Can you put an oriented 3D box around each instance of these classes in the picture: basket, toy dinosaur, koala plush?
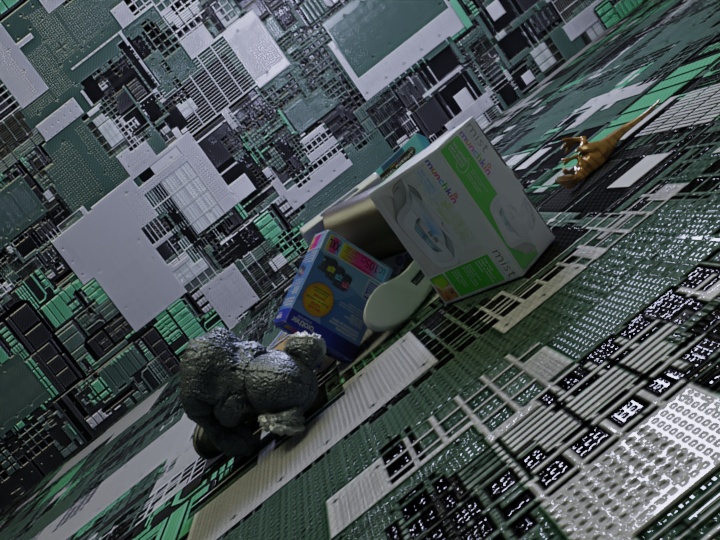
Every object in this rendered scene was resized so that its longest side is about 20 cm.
[{"bbox_3d":[0.045,-0.087,1.324,0.196,0.139,0.180,-20,1,16],"label":"basket"},{"bbox_3d":[0.385,-0.194,1.212,0.200,0.061,0.106,-44,32,-6],"label":"toy dinosaur"},{"bbox_3d":[-0.144,0.167,1.092,0.196,0.184,0.180,0,56,34],"label":"koala plush"}]

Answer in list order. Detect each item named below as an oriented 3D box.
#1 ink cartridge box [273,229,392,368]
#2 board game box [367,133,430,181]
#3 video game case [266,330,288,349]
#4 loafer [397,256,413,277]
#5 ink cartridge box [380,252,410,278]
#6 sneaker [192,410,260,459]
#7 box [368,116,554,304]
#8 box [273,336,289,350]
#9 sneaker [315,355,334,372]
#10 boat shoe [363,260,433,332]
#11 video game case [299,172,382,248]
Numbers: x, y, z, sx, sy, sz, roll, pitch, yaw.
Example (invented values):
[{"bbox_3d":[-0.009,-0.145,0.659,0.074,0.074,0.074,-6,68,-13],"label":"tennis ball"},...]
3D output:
[{"bbox_3d":[-0.051,0.058,1.235,0.203,0.135,0.076,-65,16,-14],"label":"ink cartridge box"},{"bbox_3d":[0.117,-0.153,1.559,0.150,0.203,0.046,-38,-25,29],"label":"board game box"},{"bbox_3d":[-0.141,0.131,1.876,0.198,0.018,0.143,-35,8,21],"label":"video game case"},{"bbox_3d":[0.100,-0.008,1.347,0.071,0.063,0.200,-29,12,50],"label":"loafer"},{"bbox_3d":[0.000,0.000,1.413,0.196,0.045,0.093,-21,20,-24],"label":"ink cartridge box"},{"bbox_3d":[-0.194,0.231,1.263,0.198,0.077,0.114,-37,-1,-38],"label":"sneaker"},{"bbox_3d":[0.138,-0.077,1.043,0.096,0.202,0.175,-41,9,-32],"label":"box"},{"bbox_3d":[-0.208,0.214,1.660,0.162,0.021,0.200,-39,7,-3],"label":"box"},{"bbox_3d":[-0.068,0.089,1.354,0.071,0.080,0.201,-34,21,27],"label":"sneaker"},{"bbox_3d":[0.072,0.039,1.232,0.200,0.070,0.070,-46,-14,-33],"label":"boat shoe"},{"bbox_3d":[-0.006,-0.062,1.456,0.181,0.202,0.024,-37,46,-8],"label":"video game case"}]
